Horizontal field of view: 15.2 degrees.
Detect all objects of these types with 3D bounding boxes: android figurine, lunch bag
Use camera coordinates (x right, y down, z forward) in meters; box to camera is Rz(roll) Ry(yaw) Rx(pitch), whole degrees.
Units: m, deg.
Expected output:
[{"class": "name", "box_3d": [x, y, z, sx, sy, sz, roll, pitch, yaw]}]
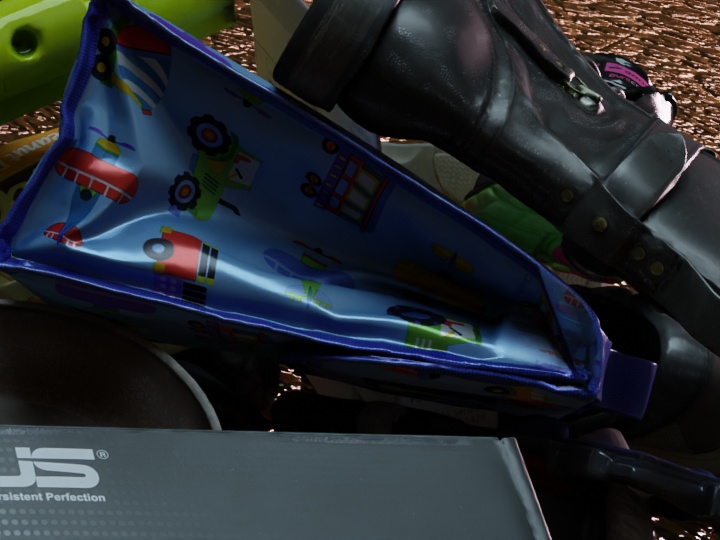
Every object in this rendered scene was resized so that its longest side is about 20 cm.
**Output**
[{"class": "android figurine", "box_3d": [-0.146, -0.063, 0.954, 0.200, 0.041, 0.182, -23, 6, -14]}, {"class": "lunch bag", "box_3d": [0.000, 0.000, 0.862, 0.200, 0.094, 0.151, 21, -6, 4]}]

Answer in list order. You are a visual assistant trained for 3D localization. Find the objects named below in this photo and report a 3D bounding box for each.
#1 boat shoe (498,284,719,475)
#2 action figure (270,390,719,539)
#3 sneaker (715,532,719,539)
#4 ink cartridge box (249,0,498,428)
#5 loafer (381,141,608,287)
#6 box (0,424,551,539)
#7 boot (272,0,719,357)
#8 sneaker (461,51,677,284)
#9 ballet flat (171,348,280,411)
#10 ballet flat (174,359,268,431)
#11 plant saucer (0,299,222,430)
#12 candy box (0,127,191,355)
[{"class": "boat shoe", "box_3d": [0.081, 0.035, 0.990, 0.066, 0.072, 0.201, 28, -12, -25]}, {"class": "action figure", "box_3d": [0.011, 0.093, 0.853, 0.193, 0.105, 0.200, 6, 1, -36]}, {"class": "sneaker", "box_3d": [0.144, 0.093, 0.894, 0.077, 0.089, 0.200, 13, 17, 10]}, {"class": "ink cartridge box", "box_3d": [0.002, -0.023, 1.044, 0.044, 0.174, 0.200, -8, 21, -13]}, {"class": "loafer", "box_3d": [0.041, -0.028, 1.280, 0.200, 0.072, 0.063, 17, 11, 31]}, {"class": "box", "box_3d": [-0.032, 0.121, 0.646, 0.200, 0.048, 0.193, 3, 47, -22]}, {"class": "boot", "box_3d": [0.069, -0.046, 0.857, 0.174, 0.069, 0.200, 33, 25, 1]}, {"class": "sneaker", "box_3d": [0.078, -0.042, 0.993, 0.077, 0.084, 0.200, 17, 1, -7]}, {"class": "ballet flat", "box_3d": [-0.121, 0.019, 1.088, 0.200, 0.057, 0.066, 14, 42, 31]}, {"class": "ballet flat", "box_3d": [-0.105, 0.065, 0.885, 0.073, 0.073, 0.200, 23, 19, 38]}, {"class": "plant saucer", "box_3d": [-0.133, 0.081, 0.760, 0.200, 0.032, 0.200, -7, 38, 6]}, {"class": "candy box", "box_3d": [-0.152, 0.009, 0.980, 0.200, 0.055, 0.115, -19, 30, -30]}]
